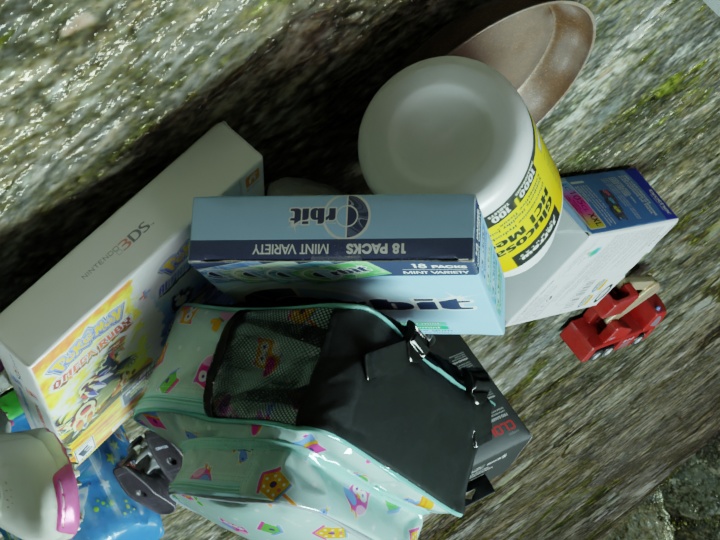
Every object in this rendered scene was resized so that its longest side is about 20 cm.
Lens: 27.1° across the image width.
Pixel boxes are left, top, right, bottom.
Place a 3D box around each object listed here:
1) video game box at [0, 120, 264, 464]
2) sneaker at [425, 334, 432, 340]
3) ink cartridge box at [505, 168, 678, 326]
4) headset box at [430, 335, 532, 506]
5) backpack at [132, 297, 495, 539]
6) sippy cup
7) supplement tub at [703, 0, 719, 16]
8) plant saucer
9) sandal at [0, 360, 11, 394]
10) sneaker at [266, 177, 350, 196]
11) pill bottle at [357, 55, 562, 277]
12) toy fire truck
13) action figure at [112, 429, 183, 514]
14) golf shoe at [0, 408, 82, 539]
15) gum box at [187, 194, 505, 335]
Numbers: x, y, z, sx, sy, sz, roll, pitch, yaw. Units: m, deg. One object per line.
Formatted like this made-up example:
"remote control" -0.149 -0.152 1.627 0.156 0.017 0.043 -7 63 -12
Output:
"video game box" -0.142 0.021 0.976 0.200 0.047 0.182 -45 160 -21
"sneaker" -0.030 0.054 1.252 0.200 0.078 0.080 -8 152 -32
"ink cartridge box" 0.212 -0.025 1.438 0.200 0.076 0.136 -8 146 -48
"headset box" 0.042 0.127 1.326 0.149 0.200 0.077 -20 154 -33
"backpack" -0.041 0.097 0.941 0.176 0.200 0.154 33 75 -45
"sippy cup" -0.217 0.164 1.103 0.178 0.130 0.140 -37 158 3
"supplement tub" 0.294 -0.268 0.981 0.200 0.132 0.132 -40 159 9
"plant saucer" 0.080 -0.130 1.076 0.200 0.035 0.200 -30 158 -13
"sandal" -0.301 0.091 0.925 0.202 0.082 0.050 -34 116 -28
"sneaker" -0.013 -0.013 1.083 0.200 0.077 0.082 15 98 -64
"pill bottle" 0.077 -0.059 1.017 0.112 0.113 0.200 -38 158 5
"toy fire truck" 0.309 0.043 1.768 0.200 0.049 0.141 -14 150 -44
"action figure" -0.111 0.079 1.095 0.130 0.069 0.200 -29 -155 36
"golf shoe" -0.246 0.133 0.951 0.091 0.200 0.076 -8 101 -36
"gum box" 0.000 0.000 0.951 0.169 0.045 0.200 0 166 11
